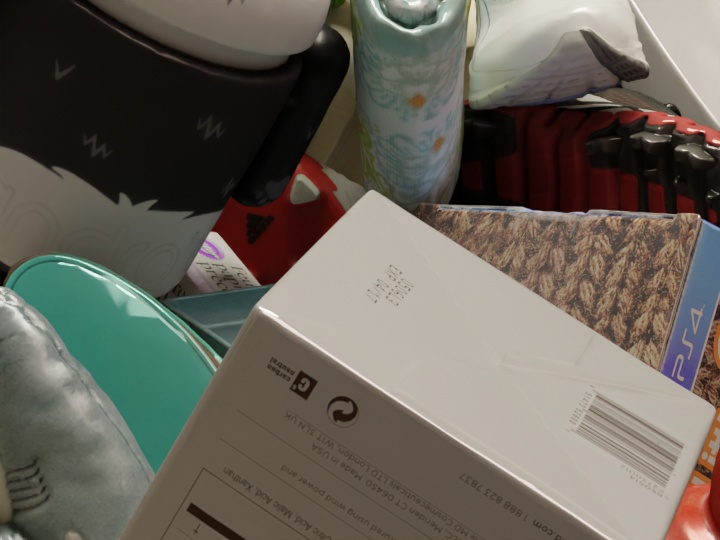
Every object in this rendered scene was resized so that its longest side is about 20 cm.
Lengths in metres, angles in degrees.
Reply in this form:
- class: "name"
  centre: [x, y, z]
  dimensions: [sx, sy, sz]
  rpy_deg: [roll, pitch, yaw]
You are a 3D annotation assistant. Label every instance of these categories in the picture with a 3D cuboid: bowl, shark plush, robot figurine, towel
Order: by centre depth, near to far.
- class: "shark plush"
  centre: [-0.064, 0.095, 0.865]
  dimensions: [0.200, 0.083, 0.091]
  rpy_deg: [43, 24, 26]
- class: "robot figurine"
  centre: [-0.093, -0.070, 1.017]
  dimensions: [0.125, 0.200, 0.150]
  rpy_deg: [36, 23, 13]
- class: "towel"
  centre: [0.023, -0.136, 1.100]
  dimensions: [0.048, 0.171, 0.201]
  rpy_deg: [0, 65, 4]
- class: "bowl"
  centre: [0.220, -0.138, 1.653]
  dimensions: [0.200, 0.075, 0.200]
  rpy_deg: [-17, 69, -39]

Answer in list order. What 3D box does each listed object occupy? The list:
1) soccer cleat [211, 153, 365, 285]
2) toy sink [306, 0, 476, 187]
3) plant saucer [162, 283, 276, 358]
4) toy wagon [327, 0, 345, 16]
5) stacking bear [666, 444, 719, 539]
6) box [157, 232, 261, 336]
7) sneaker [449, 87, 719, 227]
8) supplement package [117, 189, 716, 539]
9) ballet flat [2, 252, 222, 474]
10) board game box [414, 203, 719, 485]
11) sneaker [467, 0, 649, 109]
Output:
- class: "soccer cleat"
  centre: [0.000, 0.000, 1.181]
  dimensions: [0.200, 0.069, 0.085]
  rpy_deg: [32, 13, -9]
- class: "toy sink"
  centre: [-0.019, -0.097, 1.291]
  dimensions: [0.130, 0.112, 0.200]
  rpy_deg: [38, 28, 16]
- class: "plant saucer"
  centre: [0.010, 0.051, 0.977]
  dimensions: [0.070, 0.019, 0.200]
  rpy_deg: [-7, 27, -37]
- class: "toy wagon"
  centre: [-0.067, -0.165, 1.185]
  dimensions: [0.155, 0.040, 0.200]
  rpy_deg: [32, 26, 0]
- class: "stacking bear"
  centre: [0.118, 0.118, 0.897]
  dimensions: [0.113, 0.200, 0.122]
  rpy_deg: [12, 29, -39]
- class: "box"
  centre: [-0.027, 0.058, 1.050]
  dimensions: [0.039, 0.041, 0.200]
  rpy_deg: [7, 34, -45]
- class: "sneaker"
  centre: [0.119, -0.037, 1.154]
  dimensions: [0.098, 0.071, 0.200]
  rpy_deg: [-11, 16, -41]
- class: "supplement package"
  centre: [-0.009, 0.103, 0.764]
  dimensions: [0.120, 0.200, 0.121]
  rpy_deg: [33, 22, 4]
- class: "ballet flat"
  centre: [-0.051, 0.075, 0.962]
  dimensions: [0.200, 0.067, 0.070]
  rpy_deg: [40, -17, 10]
- class: "board game box"
  centre: [0.128, 0.054, 1.063]
  dimensions: [0.200, 0.097, 0.159]
  rpy_deg: [24, -12, -35]
- class: "sneaker"
  centre: [0.072, -0.118, 1.159]
  dimensions: [0.074, 0.087, 0.200]
  rpy_deg: [-10, 14, -2]
